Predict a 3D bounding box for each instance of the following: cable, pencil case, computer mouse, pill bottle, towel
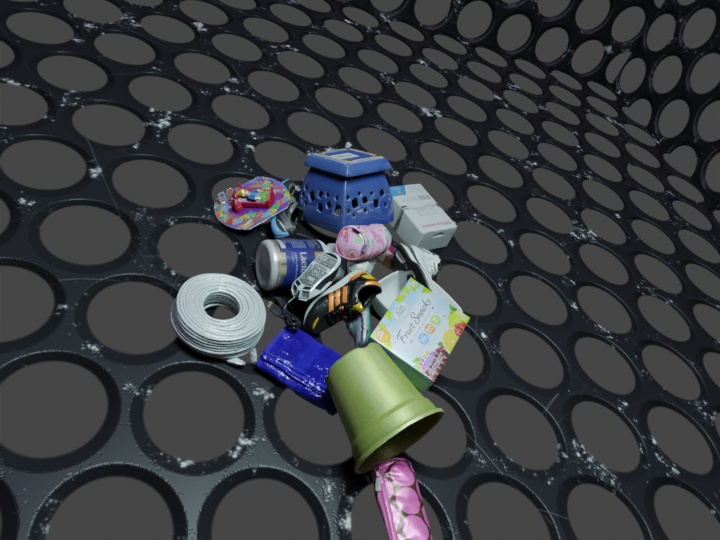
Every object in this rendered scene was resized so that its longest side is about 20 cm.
[{"bbox_3d":[-0.296,0.092,1.307,0.196,0.070,0.202,15,40,-14],"label":"cable"},{"bbox_3d":[0.072,0.441,1.112,0.094,0.090,0.202,44,19,-44],"label":"pencil case"},{"bbox_3d":[-0.112,0.041,1.389,0.109,0.044,0.200,27,63,42],"label":"computer mouse"},{"bbox_3d":[-0.139,-0.015,1.477,0.197,0.117,0.117,-3,46,-31],"label":"pill bottle"},{"bbox_3d":[-0.103,0.200,1.311,0.198,0.050,0.148,31,40,6],"label":"towel"},{"bbox_3d":[0.011,-0.072,1.517,0.087,0.088,0.199,38,16,15],"label":"pencil case"}]

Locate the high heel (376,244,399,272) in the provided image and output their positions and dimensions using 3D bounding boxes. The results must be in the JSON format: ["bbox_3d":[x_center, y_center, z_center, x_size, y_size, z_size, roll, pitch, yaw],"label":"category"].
[{"bbox_3d":[0.048,-0.062,1.694,0.200,0.068,0.096,48,23,25],"label":"high heel"}]

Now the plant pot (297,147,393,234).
[{"bbox_3d":[-0.038,-0.219,1.658,0.198,0.183,0.198,-18,30,-42],"label":"plant pot"}]

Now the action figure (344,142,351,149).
[{"bbox_3d":[-0.043,-0.300,1.890,0.196,0.134,0.152,5,84,-6],"label":"action figure"}]

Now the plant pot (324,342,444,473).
[{"bbox_3d":[0.028,0.251,1.194,0.198,0.202,0.185,-14,59,-39],"label":"plant pot"}]

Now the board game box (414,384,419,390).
[{"bbox_3d":[0.078,0.239,1.369,0.100,0.048,0.201,22,39,-4],"label":"board game box"}]

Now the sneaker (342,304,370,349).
[{"bbox_3d":[-0.020,0.119,1.451,0.086,0.075,0.202,-2,39,3],"label":"sneaker"}]

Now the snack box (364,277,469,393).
[{"bbox_3d":[0.126,0.140,1.383,0.167,0.068,0.200,34,51,7],"label":"snack box"}]

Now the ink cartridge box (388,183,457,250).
[{"bbox_3d":[0.164,-0.156,1.826,0.145,0.087,0.201,-10,52,-36],"label":"ink cartridge box"}]

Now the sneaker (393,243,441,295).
[{"bbox_3d":[0.169,0.004,1.543,0.113,0.076,0.202,0,43,-27],"label":"sneaker"}]

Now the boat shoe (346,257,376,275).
[{"bbox_3d":[0.000,0.000,1.559,0.071,0.070,0.200,12,10,0],"label":"boat shoe"}]

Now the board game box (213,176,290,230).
[{"bbox_3d":[-0.278,-0.187,1.589,0.198,0.039,0.158,-33,54,-22],"label":"board game box"}]

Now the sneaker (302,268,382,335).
[{"bbox_3d":[-0.039,0.079,1.397,0.199,0.071,0.090,-40,40,-18],"label":"sneaker"}]

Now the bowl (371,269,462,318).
[{"bbox_3d":[0.131,0.097,1.536,0.200,0.075,0.199,44,43,21],"label":"bowl"}]

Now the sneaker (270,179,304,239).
[{"bbox_3d":[-0.186,-0.158,1.634,0.081,0.071,0.202,-4,47,3],"label":"sneaker"}]
